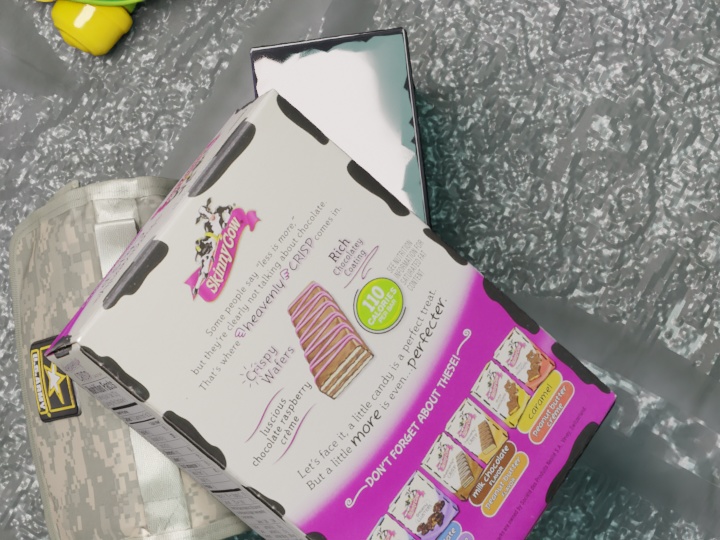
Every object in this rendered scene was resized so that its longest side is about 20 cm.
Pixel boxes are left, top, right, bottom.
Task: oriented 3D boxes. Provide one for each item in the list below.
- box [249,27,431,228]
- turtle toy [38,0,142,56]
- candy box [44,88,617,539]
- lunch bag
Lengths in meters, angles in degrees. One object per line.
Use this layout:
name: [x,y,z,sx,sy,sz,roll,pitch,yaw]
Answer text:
box: [0.000,0.000,0.951,0.078,0.141,0.201,-7,84,5]
turtle toy: [-0.155,-0.213,1.002,0.200,0.101,0.146,37,88,6]
candy box: [-0.010,0.044,0.822,0.200,0.061,0.137,42,69,-12]
lunch bag: [-0.097,0.048,0.923,0.117,0.200,0.165,-10,85,2]
